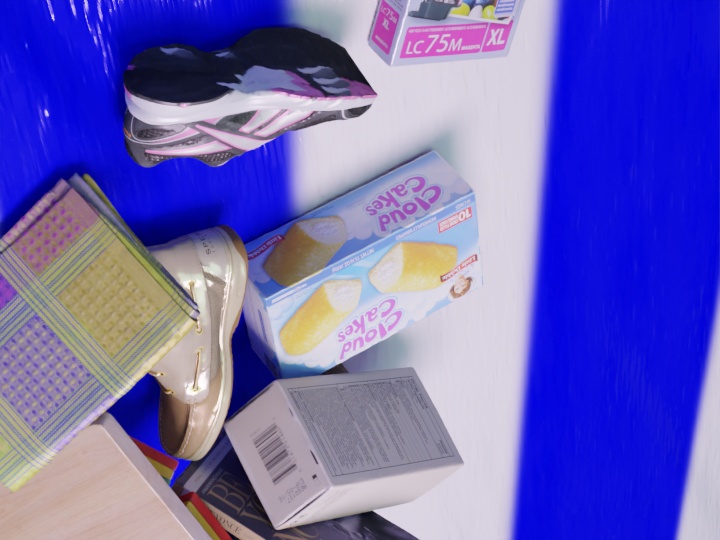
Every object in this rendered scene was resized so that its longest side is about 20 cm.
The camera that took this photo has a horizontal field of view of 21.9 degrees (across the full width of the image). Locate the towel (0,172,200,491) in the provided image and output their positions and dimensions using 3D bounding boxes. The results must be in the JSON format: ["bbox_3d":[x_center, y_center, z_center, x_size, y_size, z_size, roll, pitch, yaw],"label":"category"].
[{"bbox_3d":[-0.226,0.045,1.345,0.200,0.144,0.023,-44,178,4],"label":"towel"}]

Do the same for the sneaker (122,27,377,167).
[{"bbox_3d":[-0.088,-0.120,1.362,0.198,0.081,0.087,-4,140,-27],"label":"sneaker"}]

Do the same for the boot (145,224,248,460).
[{"bbox_3d":[-0.173,0.065,1.439,0.154,0.073,0.202,-8,123,-36],"label":"boot"}]

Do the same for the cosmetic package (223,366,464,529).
[{"bbox_3d":[-0.011,0.145,1.552,0.073,0.104,0.199,-39,158,28],"label":"cosmetic package"}]

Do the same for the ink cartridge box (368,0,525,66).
[{"bbox_3d":[0.084,-0.251,1.401,0.118,0.042,0.201,-9,128,-34],"label":"ink cartridge box"}]

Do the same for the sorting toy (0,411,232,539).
[{"bbox_3d":[-0.209,0.204,1.451,0.199,0.070,0.199,-25,114,27],"label":"sorting toy"}]

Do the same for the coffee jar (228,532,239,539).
[{"bbox_3d":[-0.082,0.264,1.684,0.199,0.085,0.105,-31,142,-14],"label":"coffee jar"}]

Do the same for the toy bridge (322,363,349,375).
[{"bbox_3d":[-0.080,0.160,1.639,0.200,0.027,0.067,-46,141,2],"label":"toy bridge"}]

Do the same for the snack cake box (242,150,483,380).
[{"bbox_3d":[0.000,0.000,1.531,0.199,0.067,0.116,-28,137,-16],"label":"snack cake box"}]

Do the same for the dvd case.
[{"bbox_3d":[-0.049,0.203,1.530,0.016,0.199,0.149,-60,176,20],"label":"dvd case"}]
